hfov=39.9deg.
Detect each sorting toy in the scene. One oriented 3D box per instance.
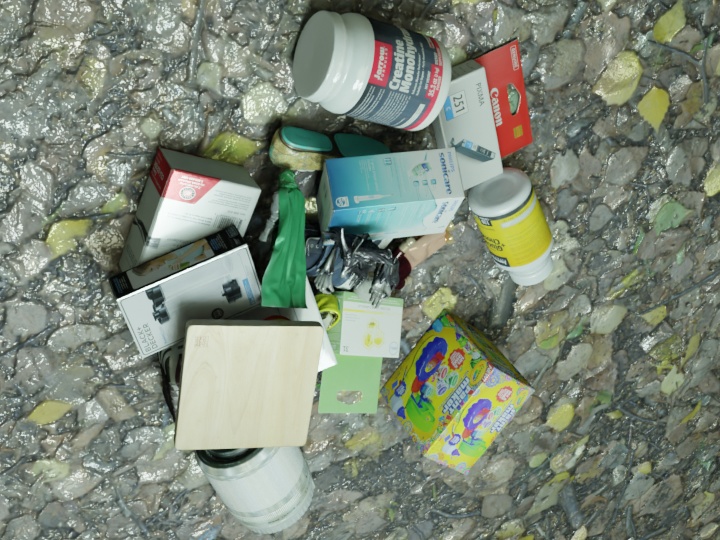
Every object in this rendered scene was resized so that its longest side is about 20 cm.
[{"bbox_3d":[-0.168,0.155,1.449,0.197,0.070,0.202,2,113,-20],"label":"sorting toy"}]

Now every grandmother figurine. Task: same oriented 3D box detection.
[{"bbox_3d":[0.070,-0.013,1.646,0.199,0.060,0.122,-37,141,-21],"label":"grandmother figurine"}]

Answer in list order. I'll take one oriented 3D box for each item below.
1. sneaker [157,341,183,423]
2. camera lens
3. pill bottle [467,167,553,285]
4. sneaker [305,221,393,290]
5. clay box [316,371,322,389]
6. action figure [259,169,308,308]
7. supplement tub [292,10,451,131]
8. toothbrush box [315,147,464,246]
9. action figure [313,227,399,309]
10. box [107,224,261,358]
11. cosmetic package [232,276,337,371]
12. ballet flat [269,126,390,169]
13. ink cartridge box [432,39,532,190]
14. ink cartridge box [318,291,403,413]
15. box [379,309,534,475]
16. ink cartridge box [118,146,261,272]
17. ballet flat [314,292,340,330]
[{"bbox_3d":[-0.257,0.176,1.594,0.115,0.076,0.201,-19,143,-20],"label":"sneaker"},{"bbox_3d":[-0.180,0.330,1.691,0.159,0.160,0.201,-29,128,-8],"label":"camera lens"},{"bbox_3d":[0.266,-0.070,1.706,0.112,0.112,0.201,-34,128,-4],"label":"pill bottle"},{"bbox_3d":[-0.027,-0.070,1.577,0.145,0.077,0.203,23,108,-38],"label":"sneaker"},{"bbox_3d":[-0.083,0.120,1.683,0.115,0.048,0.200,-48,127,6],"label":"clay box"},{"bbox_3d":[-0.111,-0.047,1.449,0.118,0.054,0.203,9,85,-64],"label":"action figure"},{"bbox_3d":[0.018,-0.287,1.426,0.198,0.140,0.141,8,115,-31],"label":"supplement tub"},{"bbox_3d":[0.041,-0.109,1.486,0.198,0.086,0.147,-6,162,-10],"label":"toothbrush box"},{"bbox_3d":[0.000,0.000,1.478,0.103,0.118,0.200,-69,162,-5],"label":"action figure"},{"bbox_3d":[-0.247,0.031,1.429,0.198,0.060,0.117,-23,129,-13],"label":"box"},{"bbox_3d":[-0.152,0.107,1.521,0.198,0.052,0.152,-22,102,-8],"label":"cosmetic package"},{"bbox_3d":[-0.048,-0.174,1.507,0.198,0.071,0.071,5,117,-31],"label":"ballet flat"},{"bbox_3d":[0.203,-0.248,1.609,0.175,0.045,0.201,-25,128,-10],"label":"ink cartridge box"},{"bbox_3d":[0.002,0.141,1.670,0.145,0.048,0.203,8,84,-44],"label":"ink cartridge box"},{"bbox_3d":[0.170,0.217,1.782,0.122,0.193,0.201,30,102,-37],"label":"box"},{"bbox_3d":[-0.253,-0.062,1.460,0.143,0.084,0.202,11,113,-33],"label":"ink cartridge box"},{"bbox_3d":[-0.111,0.112,1.591,0.199,0.067,0.067,-39,129,1],"label":"ballet flat"}]
